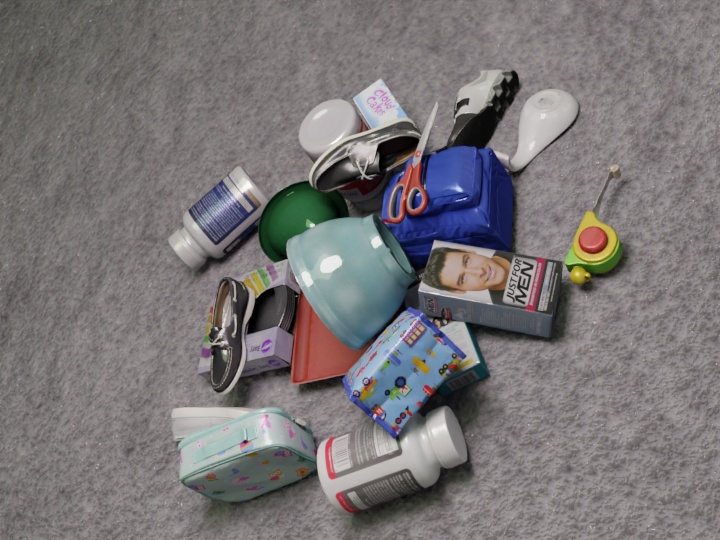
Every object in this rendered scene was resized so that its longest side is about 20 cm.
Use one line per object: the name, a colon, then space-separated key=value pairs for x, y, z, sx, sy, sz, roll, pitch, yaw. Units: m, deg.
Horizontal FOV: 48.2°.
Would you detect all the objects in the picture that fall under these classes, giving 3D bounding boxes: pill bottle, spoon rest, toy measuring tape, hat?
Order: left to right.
pill bottle: x=-0.272 y=-0.097 z=1.560 sx=0.200 sy=0.111 sz=0.111 roll=-41 pitch=49 yaw=0
hat: x=-0.072 y=-0.043 z=1.340 sx=0.177 sy=0.163 sz=0.202 roll=-118 pitch=39 yaw=-52
pill bottle: x=-0.016 y=-0.195 z=1.414 sx=0.111 sy=0.200 sz=0.114 roll=-15 pitch=54 yaw=22
pill bottle: x=0.046 y=0.264 z=1.146 sx=0.198 sy=0.111 sz=0.112 roll=-23 pitch=52 yaw=16
spoon rest: x=0.292 y=-0.237 z=1.365 sx=0.099 sy=0.061 sz=0.200 roll=26 pitch=63 yaw=37
toy measuring tape: x=0.367 y=-0.065 z=1.196 sx=0.073 sy=0.074 sz=0.202 roll=18 pitch=71 yaw=37

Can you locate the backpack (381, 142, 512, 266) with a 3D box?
backpack: x=0.129 y=-0.110 z=1.302 sx=0.198 sy=0.168 sz=0.164 roll=-11 pitch=50 yaw=32

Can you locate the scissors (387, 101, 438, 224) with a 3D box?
scissors: x=0.081 y=-0.167 z=1.242 sx=0.072 sy=0.014 sz=0.203 roll=-10 pitch=63 yaw=41

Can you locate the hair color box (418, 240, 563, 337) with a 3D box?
hair color box: x=0.194 y=0.026 z=1.202 sx=0.197 sy=0.061 sz=0.100 roll=10 pitch=55 yaw=17

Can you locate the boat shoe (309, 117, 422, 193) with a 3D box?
boat shoe: x=0.009 y=-0.180 z=1.304 sx=0.198 sy=0.072 sz=0.068 roll=-26 pitch=41 yaw=1

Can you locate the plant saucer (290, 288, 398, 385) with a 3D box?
plant saucer: x=-0.019 y=0.088 z=1.341 sx=0.197 sy=0.037 sz=0.202 roll=-15 pitch=55 yaw=25

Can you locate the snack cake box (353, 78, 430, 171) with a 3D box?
snack cake box: x=0.068 y=-0.235 z=1.447 sx=0.067 sy=0.115 sz=0.201 roll=-33 pitch=50 yaw=6

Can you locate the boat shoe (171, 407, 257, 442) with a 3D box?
boat shoe: x=-0.235 y=0.264 z=1.344 sx=0.197 sy=0.072 sz=0.070 roll=-3 pitch=80 yaw=21

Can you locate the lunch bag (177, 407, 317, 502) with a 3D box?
lunch bag: x=-0.170 y=0.279 z=1.231 sx=0.198 sy=0.160 sz=0.078 roll=-24 pitch=52 yaw=16

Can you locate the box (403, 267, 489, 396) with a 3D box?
box: x=0.126 y=0.087 z=1.252 sx=0.081 sy=0.049 sz=0.202 roll=-27 pitch=51 yaw=13

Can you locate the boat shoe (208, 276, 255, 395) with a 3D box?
boat shoe: x=-0.227 y=0.107 z=1.354 sx=0.073 sy=0.060 sz=0.203 roll=-12 pitch=57 yaw=37

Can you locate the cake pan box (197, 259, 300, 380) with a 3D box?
cake pan box: x=-0.190 y=0.090 z=1.414 sx=0.198 sy=0.052 sz=0.187 roll=-16 pitch=56 yaw=35

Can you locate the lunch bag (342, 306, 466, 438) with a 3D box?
lunch bag: x=0.043 y=0.126 z=1.162 sx=0.151 sy=0.094 sz=0.200 roll=-48 pitch=15 yaw=-1

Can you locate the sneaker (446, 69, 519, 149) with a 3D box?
sneaker: x=0.197 y=-0.279 z=1.431 sx=0.088 sy=0.074 sz=0.201 roll=20 pitch=63 yaw=37

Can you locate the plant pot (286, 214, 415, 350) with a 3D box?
plant pot: x=0.000 y=0.000 z=1.222 sx=0.133 sy=0.200 sz=0.202 roll=-33 pitch=50 yaw=13
